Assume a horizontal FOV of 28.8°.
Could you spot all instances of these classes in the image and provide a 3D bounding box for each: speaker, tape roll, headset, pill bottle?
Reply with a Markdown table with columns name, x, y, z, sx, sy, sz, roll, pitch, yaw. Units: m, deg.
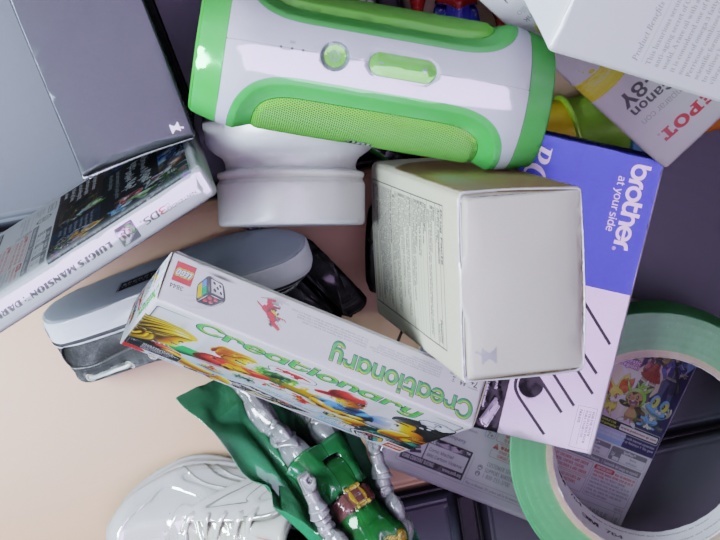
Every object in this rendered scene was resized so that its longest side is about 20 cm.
| name | x | y | z | sx | sy | sz | roll | pitch | yaw |
| --- | --- | --- | --- | --- | --- | --- | --- | --- | --- |
| speaker | 0.005 | -0.111 | 0.796 | 0.198 | 0.088 | 0.089 | 9 | 101 | -6 |
| tape roll | 0.205 | 0.124 | 0.988 | 0.198 | 0.048 | 0.203 | 1 | 99 | 9 |
| headset | 0.000 | 0.000 | 0.954 | 0.123 | 0.094 | 0.201 | -26 | 96 | -2 |
| pill bottle | -0.045 | -0.129 | 0.891 | 0.112 | 0.113 | 0.202 | -1 | 91 | -9 |

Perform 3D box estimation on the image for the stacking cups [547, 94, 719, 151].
| name | x | y | z | sx | sy | sz | roll | pitch | yaw |
| --- | --- | --- | --- | --- | --- | --- | --- | --- | --- |
| stacking cups | 0.199 | -0.109 | 0.978 | 0.198 | 0.061 | 0.061 | -15 | 104 | -5 |

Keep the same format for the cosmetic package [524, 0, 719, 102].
| name | x | y | z | sx | sy | sz | roll | pitch | yaw |
| --- | --- | --- | --- | --- | --- | --- | --- | --- | --- |
| cosmetic package | 0.203 | -0.152 | 0.775 | 0.198 | 0.072 | 0.102 | 14 | 120 | -17 |

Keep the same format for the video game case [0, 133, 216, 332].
| name | x | y | z | sx | sy | sz | roll | pitch | yaw |
| --- | --- | --- | --- | --- | --- | --- | --- | --- | --- |
| video game case | -0.174 | -0.025 | 0.866 | 0.181 | 0.200 | 0.023 | -33 | 107 | 0 |

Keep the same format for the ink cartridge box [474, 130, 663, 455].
| name | x | y | z | sx | sy | sz | roll | pitch | yaw |
| --- | --- | --- | --- | --- | --- | --- | --- | --- | --- |
| ink cartridge box | 0.130 | 0.013 | 0.932 | 0.093 | 0.044 | 0.202 | 13 | 100 | 1 |

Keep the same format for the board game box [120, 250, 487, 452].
| name | x | y | z | sx | sy | sz | roll | pitch | yaw |
| --- | --- | --- | --- | --- | --- | --- | --- | --- | --- |
| board game box | -0.038 | 0.054 | 0.845 | 0.198 | 0.126 | 0.035 | 22 | 70 | -12 |

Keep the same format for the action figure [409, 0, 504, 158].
| name | x | y | z | sx | sy | sz | roll | pitch | yaw |
| --- | --- | --- | --- | --- | --- | --- | --- | --- | --- |
| action figure | 0.065 | -0.163 | 0.954 | 0.065 | 0.052 | 0.202 | -2 | 100 | -5 |

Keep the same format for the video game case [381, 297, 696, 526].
| name | x | y | z | sx | sy | sz | roll | pitch | yaw |
| --- | --- | --- | --- | --- | --- | --- | --- | --- | --- |
| video game case | 0.133 | 0.091 | 1.033 | 0.198 | 0.023 | 0.184 | 22 | 98 | -12 |

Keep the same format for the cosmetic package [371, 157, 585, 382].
| name | x | y | z | sx | sy | sz | roll | pitch | yaw |
| --- | --- | --- | --- | --- | --- | --- | --- | --- | --- |
| cosmetic package | 0.063 | -0.008 | 0.824 | 0.070 | 0.200 | 0.106 | -4 | 101 | -12 |

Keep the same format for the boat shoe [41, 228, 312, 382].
| name | x | y | z | sx | sy | sz | roll | pitch | yaw |
| --- | --- | --- | --- | --- | --- | --- | --- | --- | --- |
| boat shoe | -0.115 | 0.031 | 0.936 | 0.198 | 0.074 | 0.069 | -19 | 114 | 14 |

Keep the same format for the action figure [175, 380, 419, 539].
| name | x | y | z | sx | sy | sz | roll | pitch | yaw |
| --- | --- | --- | --- | --- | --- | --- | --- | --- | --- |
| action figure | -0.020 | 0.136 | 0.938 | 0.118 | 0.055 | 0.201 | -28 | 75 | -35 |

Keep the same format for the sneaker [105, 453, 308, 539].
| name | x | y | z | sx | sy | sz | roll | pitch | yaw |
| --- | --- | --- | --- | --- | --- | --- | --- | --- | --- |
| sneaker | -0.080 | 0.173 | 0.977 | 0.198 | 0.099 | 0.079 | -12 | 104 | -6 |

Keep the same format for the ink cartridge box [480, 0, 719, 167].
| name | x | y | z | sx | sy | sz | roll | pitch | yaw |
| --- | --- | --- | --- | --- | --- | --- | --- | --- | --- |
| ink cartridge box | 0.165 | -0.182 | 0.844 | 0.199 | 0.084 | 0.145 | 36 | 112 | -27 |

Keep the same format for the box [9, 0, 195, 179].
| name | x | y | z | sx | sy | sz | roll | pitch | yaw |
| --- | --- | --- | --- | --- | --- | --- | --- | --- | --- |
| box | -0.171 | -0.172 | 0.865 | 0.078 | 0.141 | 0.202 | -21 | 104 | -4 |
